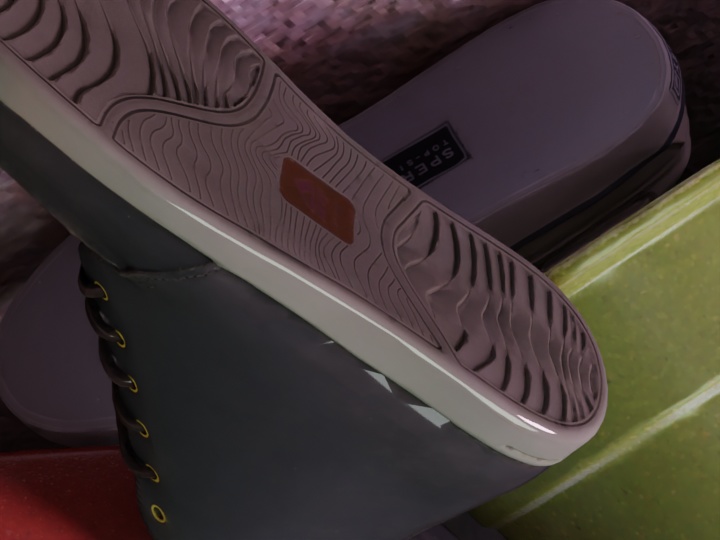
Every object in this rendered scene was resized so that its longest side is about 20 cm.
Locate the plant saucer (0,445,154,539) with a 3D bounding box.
[{"bbox_3d":[-0.163,0.074,0.788,0.199,0.037,0.200,-1,172,-33],"label":"plant saucer"}]

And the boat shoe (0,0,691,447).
[{"bbox_3d":[0.000,0.000,0.801,0.199,0.074,0.065,-24,148,6],"label":"boat shoe"}]

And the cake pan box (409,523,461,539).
[{"bbox_3d":[0.062,0.166,0.825,0.052,0.200,0.185,-38,128,-12],"label":"cake pan box"}]

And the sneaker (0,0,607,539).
[{"bbox_3d":[-0.048,0.007,0.700,0.200,0.075,0.106,38,124,-17],"label":"sneaker"}]

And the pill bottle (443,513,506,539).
[{"bbox_3d":[0.079,0.091,0.975,0.199,0.112,0.111,-10,150,-19],"label":"pill bottle"}]

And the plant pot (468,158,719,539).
[{"bbox_3d":[0.129,0.065,0.810,0.200,0.190,0.200,-32,175,-3],"label":"plant pot"}]
